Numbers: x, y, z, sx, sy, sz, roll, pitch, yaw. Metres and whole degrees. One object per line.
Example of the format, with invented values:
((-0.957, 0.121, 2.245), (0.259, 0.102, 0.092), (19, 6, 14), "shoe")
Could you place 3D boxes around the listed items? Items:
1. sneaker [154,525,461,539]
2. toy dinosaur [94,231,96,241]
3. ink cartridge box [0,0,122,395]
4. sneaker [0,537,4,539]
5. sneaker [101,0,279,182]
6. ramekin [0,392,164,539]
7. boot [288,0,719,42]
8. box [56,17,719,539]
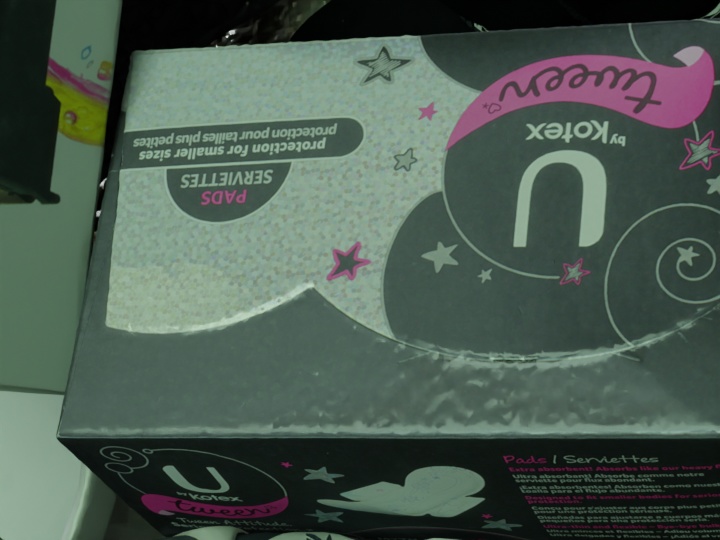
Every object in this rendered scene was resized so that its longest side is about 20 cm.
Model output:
((0.013, 0.154, 0.681), (0.129, 0.080, 0.199), (-10, 116, 7), "sneaker")
((0.000, 0.000, 0.799), (0.200, 0.088, 0.048), (0, 116, 4), "toy dinosaur")
((-0.133, -0.067, 0.708), (0.146, 0.083, 0.200), (-172, 89, -67), "ink cartridge box")
((-0.107, 0.169, 0.705), (0.076, 0.114, 0.199), (-22, 41, -18), "sneaker")
((-0.093, -0.111, 0.873), (0.200, 0.072, 0.083), (-45, 39, -3), "sneaker")
((-0.157, 0.068, 0.846), (0.200, 0.105, 0.201), (-5, 76, 23), "ramekin")
((0.029, -0.102, 0.763), (0.198, 0.162, 0.073), (-18, 70, 20), "boot")
((0.031, 0.009, 0.668), (0.200, 0.115, 0.132), (-1, 64, 17), "box")
